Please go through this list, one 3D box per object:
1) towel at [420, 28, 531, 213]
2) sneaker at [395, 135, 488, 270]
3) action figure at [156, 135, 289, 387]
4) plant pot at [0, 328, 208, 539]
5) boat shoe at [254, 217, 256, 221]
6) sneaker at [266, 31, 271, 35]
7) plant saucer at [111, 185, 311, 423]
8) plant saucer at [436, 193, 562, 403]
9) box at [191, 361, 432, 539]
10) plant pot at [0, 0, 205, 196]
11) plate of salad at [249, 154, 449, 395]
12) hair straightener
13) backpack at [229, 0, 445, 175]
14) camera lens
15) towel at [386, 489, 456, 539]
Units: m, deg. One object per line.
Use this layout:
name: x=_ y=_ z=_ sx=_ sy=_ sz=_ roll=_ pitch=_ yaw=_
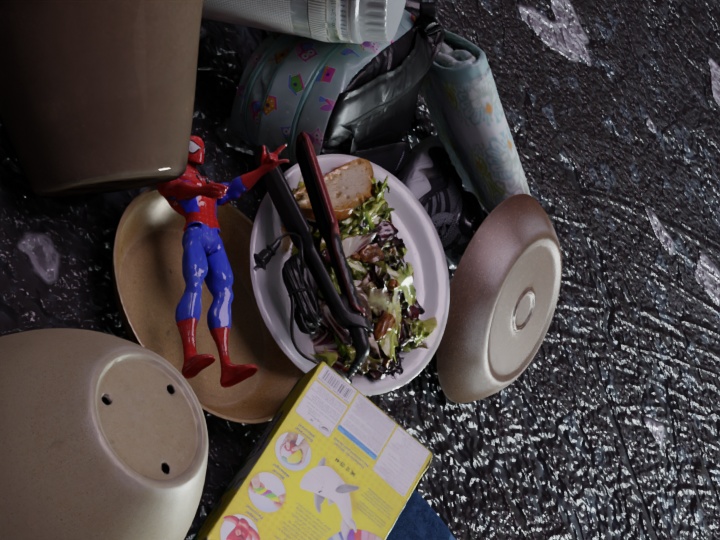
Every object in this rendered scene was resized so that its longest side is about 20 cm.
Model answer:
towel: x=0.106 y=-0.145 z=1.466 sx=0.200 sy=0.048 sz=0.172 roll=-121 pitch=-174 yaw=-67
sneaker: x=0.066 y=-0.041 z=1.422 sx=0.114 sy=0.075 sz=0.200 roll=47 pitch=34 yaw=-13
action figure: x=-0.099 y=-0.026 z=1.127 sx=0.065 sy=0.099 sz=0.201 roll=19 pitch=48 yaw=-45
plant pot: x=-0.173 y=0.118 z=0.952 sx=0.200 sy=0.134 sz=0.202 roll=30 pitch=44 yaw=-35
boat shoe: x=-0.010 y=0.008 z=1.304 sx=0.060 sy=0.072 sz=0.200 roll=-45 pitch=111 yaw=-10
sneaker: x=-0.037 y=-0.296 z=1.481 sx=0.115 sy=0.080 sz=0.201 roll=25 pitch=45 yaw=-36
plant saucer: x=-0.121 y=0.030 z=1.169 sx=0.200 sy=0.035 sz=0.201 roll=32 pitch=42 yaw=-34
plant saucer: x=0.135 y=0.032 z=1.380 sx=0.200 sy=0.036 sz=0.202 roll=-38 pitch=138 yaw=-43
box: x=-0.040 y=0.179 z=1.103 sx=0.117 sy=0.048 sz=0.200 roll=40 pitch=52 yaw=-8
plant pot: x=-0.196 y=-0.147 z=1.100 sx=0.200 sy=0.199 sz=0.176 roll=-6 pitch=89 yaw=-53
plate of salad: x=0.000 y=0.000 z=1.233 sx=0.199 sy=0.048 sz=0.202 roll=11 pitch=71 yaw=-34
hair straightener: x=-0.047 y=-0.004 z=1.177 sx=0.076 sy=0.041 sz=0.202 roll=-15 pitch=83 yaw=-18
backpack: x=-0.021 y=-0.154 z=1.336 sx=0.126 sy=0.168 sz=0.200 roll=21 pitch=31 yaw=19
camera lens: x=-0.060 y=-0.274 z=1.231 sx=0.198 sy=0.161 sz=0.160 roll=12 pitch=41 yaw=7
towel: x=0.049 y=0.242 z=1.216 sx=0.200 sy=0.048 sz=0.112 roll=51 pitch=34 yaw=-11
